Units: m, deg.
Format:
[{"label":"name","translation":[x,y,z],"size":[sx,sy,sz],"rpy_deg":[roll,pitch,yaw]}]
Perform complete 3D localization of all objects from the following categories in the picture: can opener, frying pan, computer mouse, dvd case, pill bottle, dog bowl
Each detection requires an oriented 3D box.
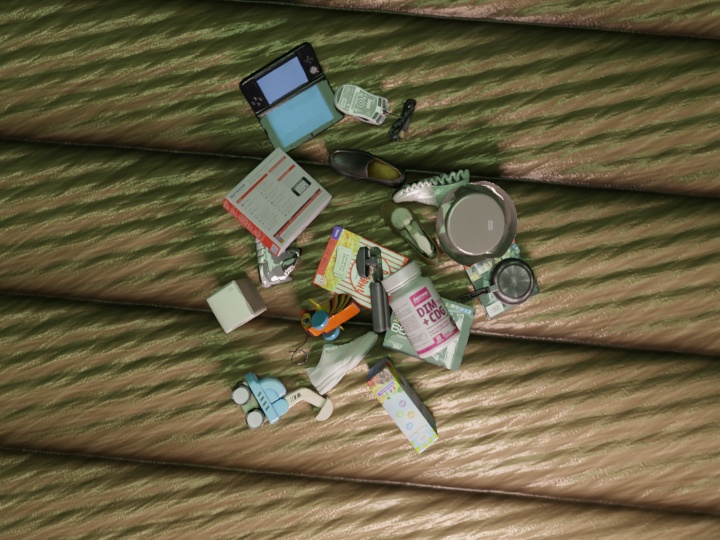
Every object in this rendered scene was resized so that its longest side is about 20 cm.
[{"label":"can opener","translation":[0.030,0.043,1.606],"size":[0.066,0.053,0.205],"rpy_deg":[-4,91,33]},{"label":"frying pan","translation":[0.332,0.024,1.631],"size":[0.185,0.031,0.118],"rpy_deg":[4,89,-2]},{"label":"computer mouse","translation":[0.030,-0.398,1.650],"size":[0.196,0.044,0.112],"rpy_deg":[21,95,-5]},{"label":"dvd case","translation":[0.332,-0.003,1.654],"size":[0.144,0.022,0.203],"rpy_deg":[-27,89,1]},{"label":"pill bottle","translation":[0.136,0.088,1.559],"size":[0.112,0.113,0.202],"rpy_deg":[-31,89,1]},{"label":"dog bowl","translation":[0.268,-0.111,1.599],"size":[0.195,0.059,0.205],"rpy_deg":[-1,100,-7]}]

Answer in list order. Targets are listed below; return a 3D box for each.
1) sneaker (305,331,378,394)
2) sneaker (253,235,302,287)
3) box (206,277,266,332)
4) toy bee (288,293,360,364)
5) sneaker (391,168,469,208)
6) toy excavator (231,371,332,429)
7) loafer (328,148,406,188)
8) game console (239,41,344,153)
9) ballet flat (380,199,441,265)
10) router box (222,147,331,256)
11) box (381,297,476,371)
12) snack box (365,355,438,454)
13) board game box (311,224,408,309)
[{"label":"sneaker","translation":[-0.049,0.203,1.639],"size":[0.199,0.075,0.089],"rpy_deg":[-42,78,2]},{"label":"sneaker","translation":[-0.201,-0.066,1.645],"size":[0.113,0.075,0.205],"rpy_deg":[-8,95,-8]},{"label":"box","translation":[-0.284,0.077,1.573],"size":[0.077,0.200,0.096],"rpy_deg":[-31,90,1]},{"label":"toy bee","translation":[-0.102,0.113,1.616],"size":[0.197,0.109,0.133],"rpy_deg":[-24,131,-10]},{"label":"sneaker","translation":[0.174,-0.186,1.632],"size":[0.196,0.075,0.083],"rpy_deg":[-14,99,-1]},{"label":"toy excavator","translation":[-0.189,0.311,1.632],"size":[0.198,0.100,0.197],"rpy_deg":[-32,91,-8]},{"label":"loafer","translation":[0.017,-0.254,1.633],"size":[0.196,0.072,0.074],"rpy_deg":[13,91,2]},{"label":"game console","translation":[-0.161,-0.409,1.619],"size":[0.198,0.176,0.118],"rpy_deg":[-31,61,0]},{"label":"ballet flat","translation":[0.124,-0.094,1.631],"size":[0.067,0.072,0.201],"rpy_deg":[-38,89,-1]},{"label":"router box","translation":[-0.195,-0.166,1.604],"size":[0.179,0.049,0.200],"rpy_deg":[42,61,1]},{"label":"box","translation":[0.164,0.137,1.641],"size":[0.196,0.050,0.161],"rpy_deg":[18,90,1]},{"label":"snack box","translation":[0.098,0.309,1.583],"size":[0.067,0.169,0.201],"rpy_deg":[-36,90,4]},{"label":"board game box","translation":[0.000,0.000,1.646],"size":[0.197,0.046,0.154],"rpy_deg":[23,90,1]}]
